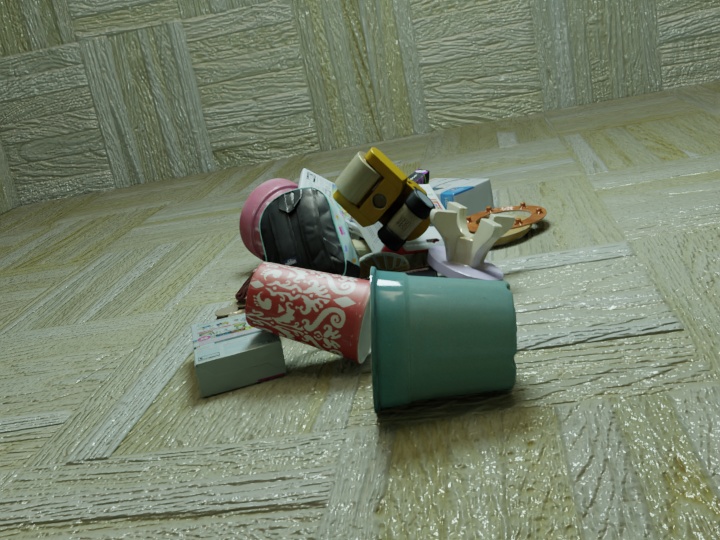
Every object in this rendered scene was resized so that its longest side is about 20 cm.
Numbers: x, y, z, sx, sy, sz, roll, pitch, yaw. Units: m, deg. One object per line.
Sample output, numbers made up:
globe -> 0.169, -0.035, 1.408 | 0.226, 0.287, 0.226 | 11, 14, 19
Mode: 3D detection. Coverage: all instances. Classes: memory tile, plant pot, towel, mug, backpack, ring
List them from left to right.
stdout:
memory tile -> -0.189, 0.078, 1.713 | 0.198, 0.017, 0.152 | 6, 24, 45
towel -> -0.170, -0.018, 1.766 | 0.200, 0.023, 0.144 | -41, -1, -32
plant pot -> -0.159, -0.094, 1.994 | 0.198, 0.203, 0.178 | -22, 35, -33
backpack -> -0.099, -0.051, 1.624 | 0.174, 0.203, 0.153 | -21, -8, 18
mug -> -0.077, 0.077, 1.387 | 0.197, 0.179, 0.134 | 13, 45, 11
plant pot -> 0.112, 0.092, 1.174 | 0.193, 0.204, 0.201 | -3, 17, 3
plant pot -> 0.292, -0.086, 1.914 | 0.197, 0.028, 0.200 | -10, 17, 3
ring -> 0.326, -0.125, 1.940 | 0.197, 0.020, 0.201 | -10, 16, 3

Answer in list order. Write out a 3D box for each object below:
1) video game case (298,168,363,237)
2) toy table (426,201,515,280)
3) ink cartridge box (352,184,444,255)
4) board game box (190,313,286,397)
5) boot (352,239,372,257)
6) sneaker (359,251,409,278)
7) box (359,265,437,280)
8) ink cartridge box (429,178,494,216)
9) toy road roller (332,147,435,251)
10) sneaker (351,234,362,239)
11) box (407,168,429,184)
video game case -> -0.064, -0.161, 1.996 | 0.180, 0.022, 0.201 | 26, 23, -12
toy table -> 0.210, -0.053, 1.625 | 0.182, 0.119, 0.199 | -2, 20, -35
ink cartridge box -> 0.102, -0.092, 1.824 | 0.198, 0.177, 0.084 | -6, -34, -41
board game box -> -0.213, 0.135, 1.456 | 0.145, 0.065, 0.200 | -13, 18, -9
boot -> -0.045, -0.026, 1.863 | 0.154, 0.074, 0.199 | -6, -11, -34
sneaker -> 0.000, 0.000, 1.741 | 0.197, 0.077, 0.088 | -10, 12, -6
box -> 0.050, 0.052, 1.581 | 0.197, 0.050, 0.199 | -9, 17, 8
ink cartridge box -> 0.219, -0.179, 2.172 | 0.145, 0.087, 0.198 | -24, 22, -37
toy road roller -> 0.056, -0.145, 1.676 | 0.123, 0.200, 0.146 | -48, 1, 21
sneaker -> 0.059, -0.102, 2.056 | 0.198, 0.082, 0.115 | -28, 25, -25
box -> 0.119, -0.149, 2.033 | 0.036, 0.145, 0.200 | 10, 24, 21
